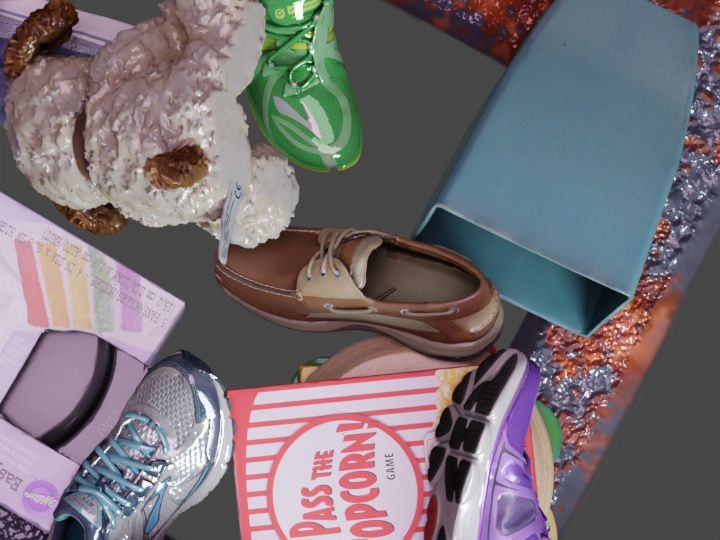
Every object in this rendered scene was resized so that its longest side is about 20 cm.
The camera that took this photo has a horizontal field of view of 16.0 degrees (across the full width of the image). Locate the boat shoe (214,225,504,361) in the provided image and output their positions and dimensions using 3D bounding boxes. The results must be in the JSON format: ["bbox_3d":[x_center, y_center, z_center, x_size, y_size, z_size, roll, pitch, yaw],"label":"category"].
[{"bbox_3d":[0.000,0.000,1.706,0.199,0.074,0.076,11,61,12],"label":"boat shoe"}]

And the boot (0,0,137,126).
[{"bbox_3d":[-0.190,-0.129,1.731,0.199,0.073,0.091,18,93,6],"label":"boot"}]

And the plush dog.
[{"bbox_3d":[-0.153,-0.087,1.650,0.171,0.160,0.201,2,118,28],"label":"plush dog"}]

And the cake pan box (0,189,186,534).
[{"bbox_3d":[-0.239,0.054,1.722,0.199,0.052,0.185,32,88,-1],"label":"cake pan box"}]

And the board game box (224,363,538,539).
[{"bbox_3d":[0.016,0.144,1.684,0.199,0.046,0.153,-6,87,-4],"label":"board game box"}]

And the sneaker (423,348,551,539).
[{"bbox_3d":[0.088,0.150,1.639,0.083,0.081,0.201,9,93,-19],"label":"sneaker"}]

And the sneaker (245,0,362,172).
[{"bbox_3d":[-0.050,-0.162,1.727,0.074,0.084,0.201,-16,88,-4],"label":"sneaker"}]

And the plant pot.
[{"bbox_3d":[0.141,-0.086,1.709,0.141,0.141,0.201,25,77,-2],"label":"plant pot"}]

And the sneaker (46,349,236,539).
[{"bbox_3d":[-0.150,0.143,1.658,0.078,0.086,0.201,37,118,22],"label":"sneaker"}]

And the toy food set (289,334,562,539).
[{"bbox_3d":[0.039,0.135,1.734,0.199,0.049,0.199,0,87,-3],"label":"toy food set"}]
